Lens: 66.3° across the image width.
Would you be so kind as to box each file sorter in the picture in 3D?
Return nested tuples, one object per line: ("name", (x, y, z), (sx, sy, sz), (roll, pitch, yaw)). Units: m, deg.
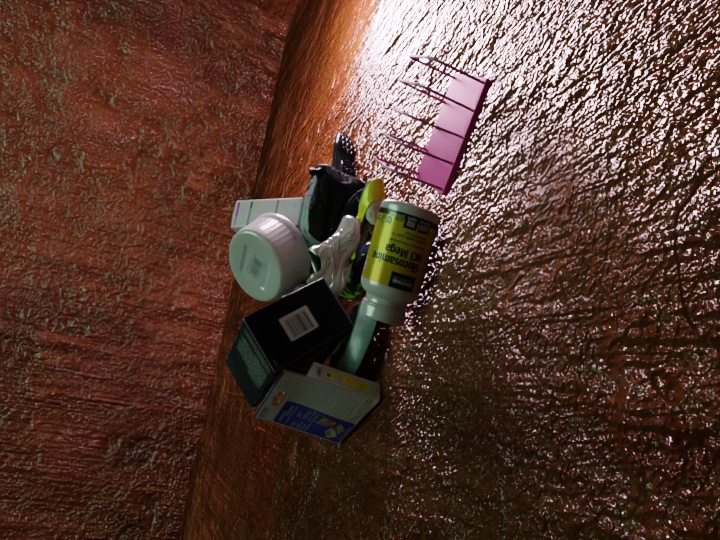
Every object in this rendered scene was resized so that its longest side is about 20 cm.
("file sorter", (0.117, -0.264, 0.984), (0.139, 0.122, 0.206), (-125, 52, -64))

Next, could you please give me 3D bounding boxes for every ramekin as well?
("ramekin", (-0.225, -0.026, 1.326), (0.097, 0.200, 0.203), (-33, -20, -49))

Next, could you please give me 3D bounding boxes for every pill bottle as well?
("pill bottle", (0.064, -0.013, 0.977), (0.112, 0.109, 0.207), (-157, 82, -69))

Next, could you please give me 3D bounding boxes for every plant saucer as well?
("plant saucer", (-0.020, 0.143, 1.131), (0.201, 0.035, 0.204), (-91, 26, -70))

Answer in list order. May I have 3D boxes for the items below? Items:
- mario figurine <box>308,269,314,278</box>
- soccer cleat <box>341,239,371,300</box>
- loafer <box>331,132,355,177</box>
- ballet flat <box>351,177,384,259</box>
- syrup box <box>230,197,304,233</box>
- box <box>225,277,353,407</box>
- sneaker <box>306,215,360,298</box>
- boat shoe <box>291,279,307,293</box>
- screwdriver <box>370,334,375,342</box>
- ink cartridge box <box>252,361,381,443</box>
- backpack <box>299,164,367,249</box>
("mario figurine", (-0.182, 0.002, 1.434), (0.198, 0.105, 0.126), (-11, 45, 59))
("soccer cleat", (0.001, 0.000, 1.233), (0.085, 0.064, 0.201), (-56, 2, -36))
("loafer", (-0.054, -0.301, 1.540), (0.070, 0.067, 0.206), (-40, 42, 42))
("ballet flat", (0.021, -0.105, 1.241), (0.067, 0.065, 0.204), (50, 129, 40))
("syrup box", (-0.228, -0.131, 1.421), (0.079, 0.193, 0.084), (51, -137, -60))
("box", (-0.145, 0.147, 1.105), (0.125, 0.197, 0.199), (54, 144, 13))
("sneaker", (-0.061, -0.043, 1.178), (0.078, 0.097, 0.205), (-44, 26, 56))
("boat shoe", (-0.154, 0.103, 1.350), (0.057, 0.068, 0.202), (-46, -11, -50))
("screwdriver", (-0.013, 0.193, 1.153), (0.029, 0.028, 0.201), (-54, -2, -43))
("ink cartridge box", (-0.088, 0.255, 1.074), (0.199, 0.195, 0.048), (-54, 19, 43))
("backpack", (-0.072, -0.135, 1.342), (0.127, 0.162, 0.206), (125, 161, -64))
